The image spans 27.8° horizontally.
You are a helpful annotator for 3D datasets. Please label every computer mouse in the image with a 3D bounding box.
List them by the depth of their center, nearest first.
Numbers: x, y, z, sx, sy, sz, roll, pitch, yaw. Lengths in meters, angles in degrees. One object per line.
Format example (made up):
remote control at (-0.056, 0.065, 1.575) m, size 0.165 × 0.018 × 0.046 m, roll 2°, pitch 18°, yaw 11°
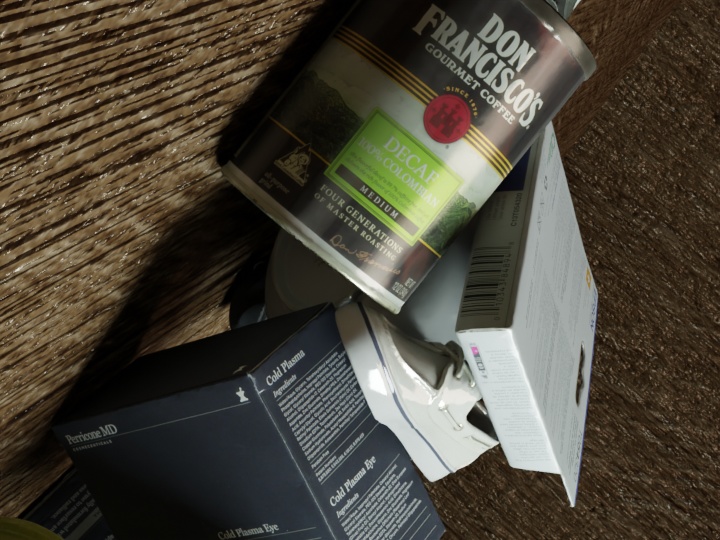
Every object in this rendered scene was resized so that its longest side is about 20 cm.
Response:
computer mouse at (-0.066, -0.022, 1.160) m, size 0.200 × 0.034 × 0.059 m, roll -64°, pitch 176°, yaw 31°

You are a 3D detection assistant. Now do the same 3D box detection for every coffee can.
coffee can at (0.029, -0.095, 0.914) m, size 0.200 × 0.146 × 0.146 m, roll -51°, pitch 172°, yaw 2°

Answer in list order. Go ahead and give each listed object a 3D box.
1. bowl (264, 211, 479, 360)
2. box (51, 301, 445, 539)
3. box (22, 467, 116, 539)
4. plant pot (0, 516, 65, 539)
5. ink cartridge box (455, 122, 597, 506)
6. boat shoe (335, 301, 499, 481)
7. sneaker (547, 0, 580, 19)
bowl at (0.000, 0.000, 1.042) m, size 0.201 × 0.201 × 0.090 m, roll -52°, pitch 139°, yaw 8°
box at (-0.076, 0.140, 0.989) m, size 0.199 × 0.183 × 0.104 m, roll -16°, pitch -163°, yaw 38°
box at (-0.196, 0.287, 1.178) m, size 0.117 × 0.200 × 0.197 m, roll -45°, pitch 171°, yaw -38°
plant pot at (-0.258, 0.257, 0.826) m, size 0.201 × 0.200 × 0.184 m, roll -54°, pitch 160°, yaw 18°
ink cartridge box at (0.119, 0.027, 0.995) m, size 0.200 × 0.043 × 0.197 m, roll 68°, pitch 27°, yaw -44°
boat shoe at (0.044, 0.073, 0.943) m, size 0.070 × 0.071 × 0.200 m, roll -24°, pitch 141°, yaw 8°
sneaker at (0.172, -0.258, 1.281) m, size 0.091 × 0.066 × 0.200 m, roll -53°, pitch 175°, yaw -6°
